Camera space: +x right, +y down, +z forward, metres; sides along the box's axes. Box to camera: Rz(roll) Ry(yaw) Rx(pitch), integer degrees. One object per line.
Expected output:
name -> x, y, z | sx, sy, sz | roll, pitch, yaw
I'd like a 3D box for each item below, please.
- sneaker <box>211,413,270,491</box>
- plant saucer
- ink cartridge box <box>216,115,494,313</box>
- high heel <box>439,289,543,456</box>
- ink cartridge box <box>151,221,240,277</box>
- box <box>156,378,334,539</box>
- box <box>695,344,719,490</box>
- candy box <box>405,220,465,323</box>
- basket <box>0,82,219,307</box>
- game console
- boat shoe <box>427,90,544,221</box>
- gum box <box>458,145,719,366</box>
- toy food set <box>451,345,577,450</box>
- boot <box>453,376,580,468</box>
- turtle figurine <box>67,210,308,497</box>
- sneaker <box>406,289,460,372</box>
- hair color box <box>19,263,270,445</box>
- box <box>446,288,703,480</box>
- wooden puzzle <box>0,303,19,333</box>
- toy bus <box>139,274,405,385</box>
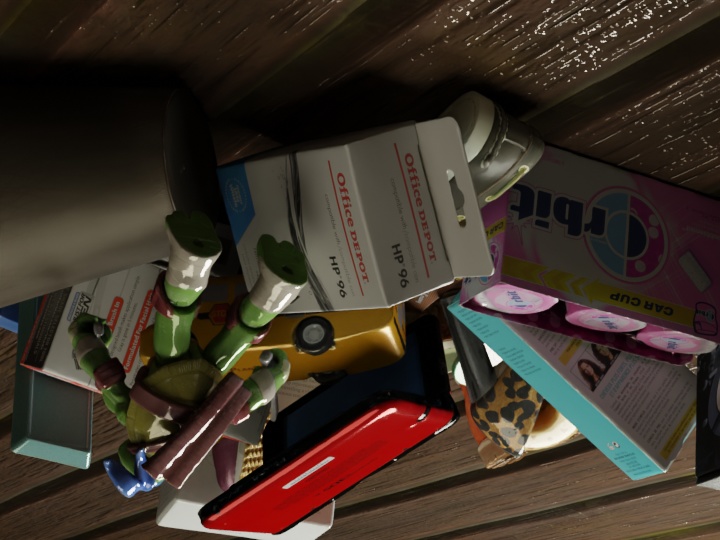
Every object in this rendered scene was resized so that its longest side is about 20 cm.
sneaker -> -0.130, 0.101, 1.481 | 0.090, 0.201, 0.075 | 2, 176, 12
plant saucer -> -0.249, 0.064, 1.361 | 0.070, 0.200, 0.019 | 18, 141, -31
ink cartridge box -> -0.008, -0.035, 1.139 | 0.068, 0.116, 0.200 | -21, -171, -37
high heel -> 0.175, 0.061, 1.317 | 0.200, 0.143, 0.071 | -18, -177, 12
ink cartridge box -> -0.205, -0.034, 1.391 | 0.162, 0.057, 0.200 | 17, 177, -23
box -> -0.101, 0.148, 1.572 | 0.152, 0.200, 0.106 | 12, 157, -12
box -> 0.321, 0.051, 1.191 | 0.086, 0.200, 0.164 | 12, 159, -16
candy box -> 0.000, 0.000, 1.367 | 0.116, 0.057, 0.200 | 14, 159, -16
basket -> -0.212, -0.062, 1.171 | 0.199, 0.181, 0.136 | -8, -163, 14
game console -> -0.032, 0.118, 1.340 | 0.200, 0.119, 0.172 | -35, 154, 21
boat shoe -> 0.056, -0.060, 1.176 | 0.060, 0.072, 0.202 | 21, 151, -20
gum box -> 0.179, -0.010, 1.203 | 0.200, 0.114, 0.066 | 15, 157, -20
toy food set -> 0.181, 0.075, 1.425 | 0.200, 0.049, 0.198 | -17, 136, 15
boot -> 0.173, 0.117, 1.591 | 0.200, 0.107, 0.075 | -7, 152, -46
turtle figurine -> -0.120, 0.043, 1.150 | 0.144, 0.200, 0.194 | 34, 119, 8
sneaker -> 0.038, 0.070, 1.509 | 0.200, 0.067, 0.090 | -8, 149, 27
hair color box -> -0.163, 0.060, 1.348 | 0.200, 0.111, 0.064 | 24, 170, -29
box -> 0.167, 0.062, 1.242 | 0.200, 0.082, 0.049 | 43, 153, -6
wooden puzzle -> -0.324, 0.017, 1.501 | 0.200, 0.046, 0.185 | -6, 156, 43
toy bus -> -0.068, 0.045, 1.279 | 0.199, 0.078, 0.065 | -6, 151, 9
